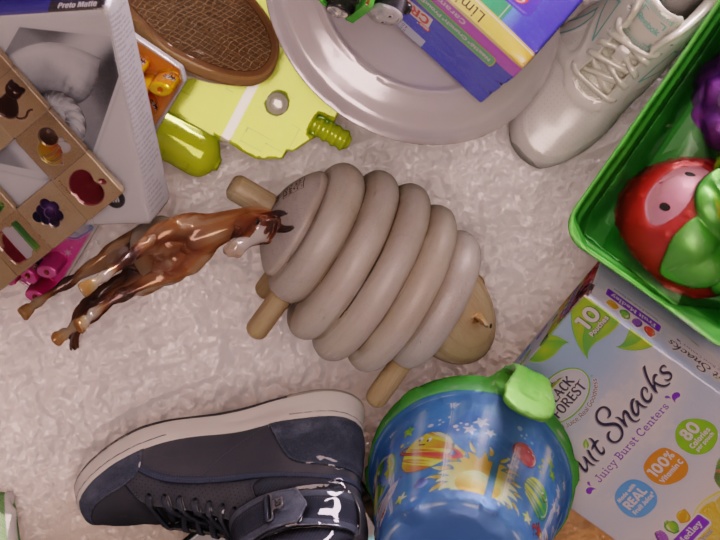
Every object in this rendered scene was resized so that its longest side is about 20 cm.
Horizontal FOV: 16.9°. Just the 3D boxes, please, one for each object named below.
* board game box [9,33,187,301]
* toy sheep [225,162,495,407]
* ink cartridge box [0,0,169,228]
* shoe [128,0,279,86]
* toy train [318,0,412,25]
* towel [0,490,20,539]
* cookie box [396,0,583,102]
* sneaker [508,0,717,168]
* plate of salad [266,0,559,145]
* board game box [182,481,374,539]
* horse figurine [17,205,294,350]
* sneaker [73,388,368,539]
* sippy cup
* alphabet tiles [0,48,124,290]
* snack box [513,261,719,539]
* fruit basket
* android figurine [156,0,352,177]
[{"bbox_3d":[-0.238,-0.102,1.531,0.199,0.026,0.200,33,120,-3],"label":"board game box"},{"bbox_3d":[0.000,0.000,1.535,0.199,0.138,0.138,28,93,-16],"label":"toy sheep"},{"bbox_3d":[-0.230,-0.121,1.480,0.198,0.041,0.201,-2,115,17],"label":"ink cartridge box"},{"bbox_3d":[-0.141,-0.175,1.528,0.199,0.053,0.070,30,74,-1],"label":"shoe"},{"bbox_3d":[0.024,-0.232,1.430,0.056,0.042,0.201,23,70,-20],"label":"toy train"},{"bbox_3d":[-0.317,0.228,1.599,0.199,0.023,0.154,-7,93,1],"label":"towel"},{"bbox_3d":[0.085,-0.235,1.509,0.171,0.075,0.200,42,68,-3],"label":"cookie box"},{"bbox_3d":[0.168,-0.148,1.551,0.070,0.080,0.200,41,94,-5],"label":"sneaker"},{"bbox_3d":[0.031,-0.171,1.541,0.199,0.048,0.201,6,71,-18],"label":"plate of salad"},{"bbox_3d":[-0.063,0.219,1.598,0.200,0.028,0.135,-39,94,2],"label":"board game box"},{"bbox_3d":[-0.137,0.000,1.516,0.132,0.200,0.050,-33,94,-24],"label":"horse figurine"},{"bbox_3d":[-0.089,0.166,1.527,0.201,0.077,0.147,-17,54,16],"label":"sneaker"},{"bbox_3d":[0.064,0.153,1.500,0.139,0.130,0.179,-8,112,11],"label":"sippy cup"},{"bbox_3d":[-0.265,-0.080,1.484,0.167,0.008,0.200,-35,101,30],"label":"alphabet tiles"},{"bbox_3d":[0.190,0.107,1.551,0.200,0.053,0.142,36,124,-3],"label":"snack box"},{"bbox_3d":[0.241,-0.061,1.487,0.155,0.216,0.216,35,93,-3],"label":"fruit basket"},{"bbox_3d":[-0.083,-0.150,1.567,0.199,0.041,0.183,30,93,-1],"label":"android figurine"}]
